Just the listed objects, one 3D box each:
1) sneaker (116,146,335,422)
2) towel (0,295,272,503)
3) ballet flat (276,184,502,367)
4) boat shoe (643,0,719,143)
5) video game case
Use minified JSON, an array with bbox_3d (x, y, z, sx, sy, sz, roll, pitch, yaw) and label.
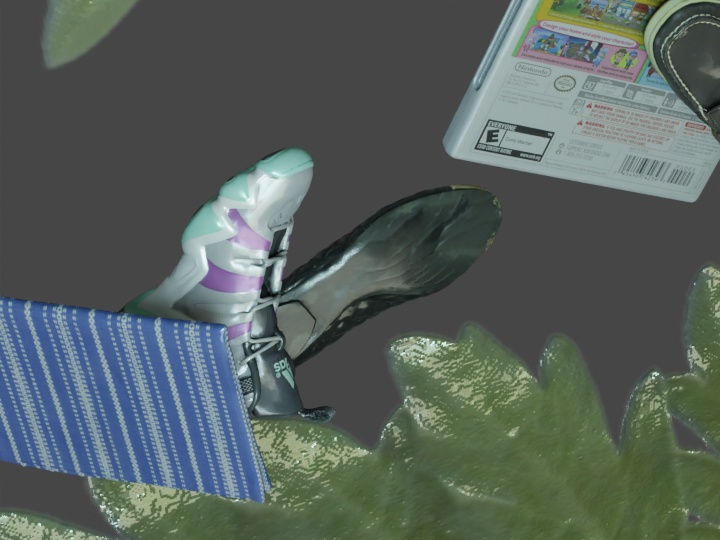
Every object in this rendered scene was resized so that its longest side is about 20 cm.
[{"bbox_3d":[-0.059,0.032,1.401,0.200,0.140,0.078,-50,170,26],"label":"sneaker"},{"bbox_3d":[-0.155,0.072,1.393,0.199,0.024,0.145,7,134,22],"label":"towel"},{"bbox_3d":[0.000,0.000,1.479,0.199,0.057,0.067,-30,106,-7],"label":"ballet flat"},{"bbox_3d":[0.255,-0.105,1.461,0.073,0.065,0.200,-45,130,15],"label":"boat shoe"},{"bbox_3d":[0.172,-0.135,1.459,0.199,0.022,0.183,9,122,-30],"label":"video game case"}]
